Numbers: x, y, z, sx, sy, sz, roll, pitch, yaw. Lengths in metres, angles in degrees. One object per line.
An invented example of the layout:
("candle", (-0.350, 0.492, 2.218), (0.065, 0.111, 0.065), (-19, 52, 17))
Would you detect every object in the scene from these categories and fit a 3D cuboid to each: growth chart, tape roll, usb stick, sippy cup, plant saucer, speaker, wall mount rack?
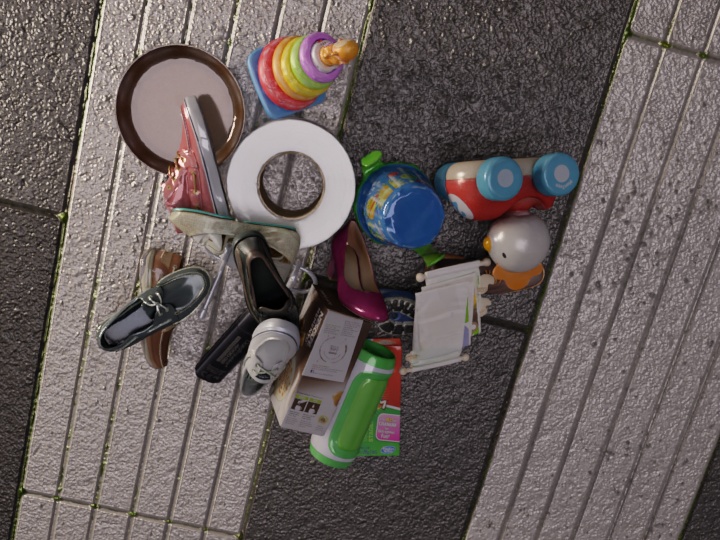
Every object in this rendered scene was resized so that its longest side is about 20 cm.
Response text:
("growth chart", (0.139, 0.075, 1.199), (0.144, 0.018, 0.201), (-5, 119, -20))
("tape roll", (-0.108, -0.136, 1.187), (0.201, 0.071, 0.204), (-1, 104, -3))
("usb stick", (-0.202, 0.118, 1.232), (0.055, 0.033, 0.200), (29, 123, -25))
("sippy cup", (0.066, -0.093, 1.165), (0.177, 0.130, 0.140), (19, 99, -16))
("plant saucer", (-0.277, -0.246, 1.172), (0.199, 0.032, 0.202), (-1, 105, -2))
("speaker", (-0.013, 0.215, 1.229), (0.088, 0.088, 0.201), (21, 102, -7))
("wall mount rack", (-0.178, 0.026, 1.228), (0.199, 0.075, 0.174), (23, 135, -7))

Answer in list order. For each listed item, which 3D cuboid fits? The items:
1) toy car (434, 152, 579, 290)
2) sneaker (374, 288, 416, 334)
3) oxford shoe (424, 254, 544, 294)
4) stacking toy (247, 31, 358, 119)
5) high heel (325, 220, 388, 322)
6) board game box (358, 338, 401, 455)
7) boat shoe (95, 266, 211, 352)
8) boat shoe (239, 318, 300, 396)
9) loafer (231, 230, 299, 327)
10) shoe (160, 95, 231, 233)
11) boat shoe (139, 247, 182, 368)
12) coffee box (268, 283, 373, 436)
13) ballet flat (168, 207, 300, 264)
("toy car", (0.217, -0.068, 1.133), (0.176, 0.184, 0.202), (-6, 96, -17))
("sneaker", (0.099, 0.070, 1.245), (0.199, 0.089, 0.079), (22, 108, -28))
("oxford shoe", (0.207, 0.012, 1.236), (0.198, 0.073, 0.072), (-2, 104, -2))
("stacking toy", (-0.066, -0.295, 1.076), (0.116, 0.200, 0.110), (-28, 104, -30))
("high heel", (0.000, 0.000, 1.164), (0.067, 0.200, 0.097), (8, 112, -33))
("board game box", (-0.007, 0.217, 1.294), (0.152, 0.040, 0.201), (0, 104, -2))
("boat shoe", (-0.317, 0.063, 1.163), (0.199, 0.062, 0.073), (-31, 100, -3))
("boat shoe", (-0.142, 0.142, 1.165), (0.073, 0.200, 0.067), (16, 58, -10))
("loafer", (-0.137, 0.036, 1.115), (0.072, 0.063, 0.201), (-25, 127, -7))
("shoe", (-0.262, -0.156, 1.142), (0.090, 0.072, 0.201), (-13, 109, -5))
("boat shoe", (-0.317, 0.065, 1.228), (0.071, 0.076, 0.201), (2, 106, -5))
("coffee box", (-0.066, 0.138, 1.185), (0.079, 0.114, 0.201), (18, 104, -23))
("ballet flat", (-0.187, -0.047, 1.122), (0.199, 0.067, 0.063), (9, 77, -11))
